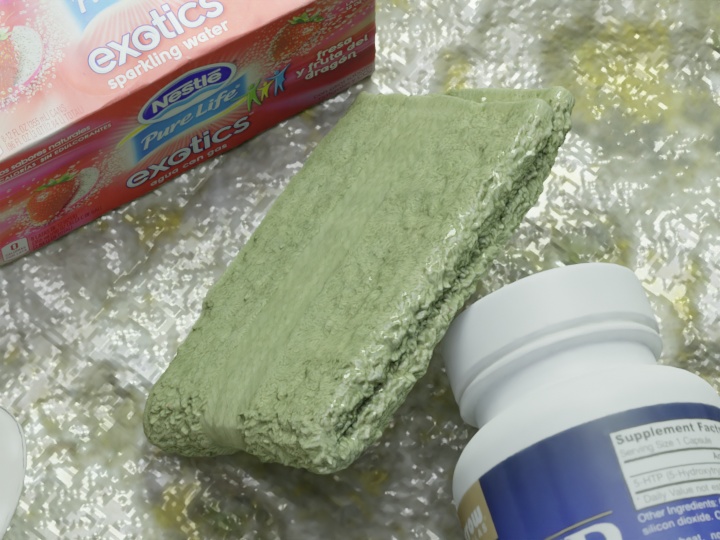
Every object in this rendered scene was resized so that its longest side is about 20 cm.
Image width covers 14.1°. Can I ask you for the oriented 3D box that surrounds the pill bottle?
[{"bbox_3d":[0.103,0.106,1.170,0.119,0.120,0.201,-16,66,-7],"label":"pill bottle"}]

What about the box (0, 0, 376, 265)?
[{"bbox_3d":[-0.101,-0.104,1.276,0.199,0.095,0.103,-27,68,-12],"label":"box"}]

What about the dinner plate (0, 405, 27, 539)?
[{"bbox_3d":[-0.217,0.118,1.143,0.199,0.024,0.201,-28,29,17],"label":"dinner plate"}]

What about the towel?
[{"bbox_3d":[0.000,0.000,1.221,0.037,0.148,0.201,46,65,-28],"label":"towel"}]
